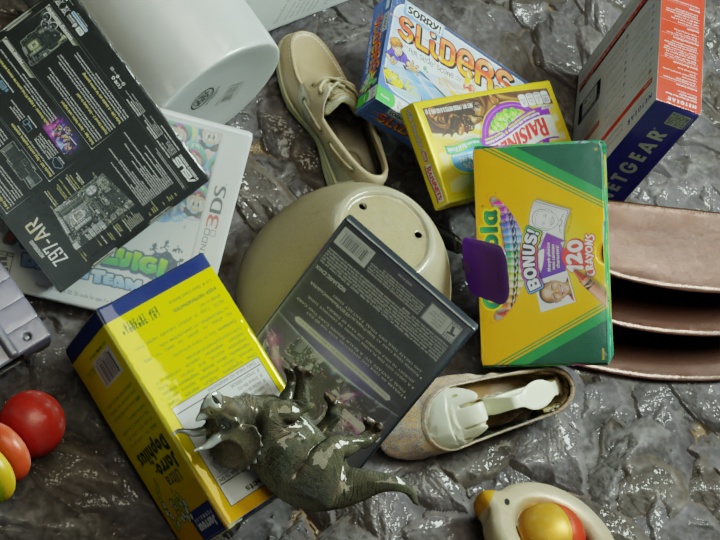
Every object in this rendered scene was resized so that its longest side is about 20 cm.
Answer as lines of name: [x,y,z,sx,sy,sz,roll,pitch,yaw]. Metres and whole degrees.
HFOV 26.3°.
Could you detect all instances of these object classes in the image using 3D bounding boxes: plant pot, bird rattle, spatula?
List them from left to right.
plant pot: [0.000,0.000,1.370,0.198,0.135,0.202,9,59,-15]
spatula: [0.090,-0.017,1.404,0.020,0.200,0.057,-13,108,-13]
bird rattle: [0.180,0.247,1.324,0.198,0.113,0.164,-3,46,-26]

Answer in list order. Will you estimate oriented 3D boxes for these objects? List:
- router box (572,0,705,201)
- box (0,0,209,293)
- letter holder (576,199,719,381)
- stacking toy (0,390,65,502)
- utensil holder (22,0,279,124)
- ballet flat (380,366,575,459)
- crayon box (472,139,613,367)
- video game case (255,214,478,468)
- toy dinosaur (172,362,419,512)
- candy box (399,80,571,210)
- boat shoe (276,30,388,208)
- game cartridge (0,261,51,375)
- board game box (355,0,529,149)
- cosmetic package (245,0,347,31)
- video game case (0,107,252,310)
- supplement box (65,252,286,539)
router box: [0.274,-0.178,1.538,0.048,0.200,0.181,17,58,-11]
box: [-0.246,-0.109,1.271,0.160,0.044,0.201,-38,104,-3]
letter holder: [0.299,0.024,1.493,0.198,0.101,0.144,5,62,-18]
stacking toy: [-0.305,0.167,1.199,0.085,0.086,0.200,41,49,5]
utensil holder: [-0.194,-0.231,1.408,0.169,0.170,0.201,-30,77,-32]
ballet flat: [0.108,0.121,1.375,0.198,0.067,0.069,-17,93,-27]
crayon box: [0.168,-0.015,1.406,0.117,0.058,0.202,-2,93,14]
video game case: [-0.015,0.075,1.299,0.143,0.201,0.019,40,20,5]
toy dinosaur: [-0.047,0.138,1.188,0.199,0.077,0.103,38,76,-20]
candy box: [0.130,-0.124,1.490,0.199,0.026,0.103,-15,85,-42]
boat shoe: [-0.023,-0.157,1.492,0.071,0.065,0.202,-11,66,-26]
game cartridge: [-0.367,0.056,1.240,0.199,0.038,0.130,-33,81,-23]
board game box: [0.090,-0.168,1.523,0.199,0.034,0.137,28,53,-28]
cosmetic package: [-0.085,-0.354,1.510,0.199,0.165,0.165,-28,73,-38]
video game case: [-0.210,-0.055,1.322,0.198,0.024,0.184,14,97,-12]
supplement box: [-0.135,0.109,1.253,0.108,0.109,0.201,-29,84,-31]
